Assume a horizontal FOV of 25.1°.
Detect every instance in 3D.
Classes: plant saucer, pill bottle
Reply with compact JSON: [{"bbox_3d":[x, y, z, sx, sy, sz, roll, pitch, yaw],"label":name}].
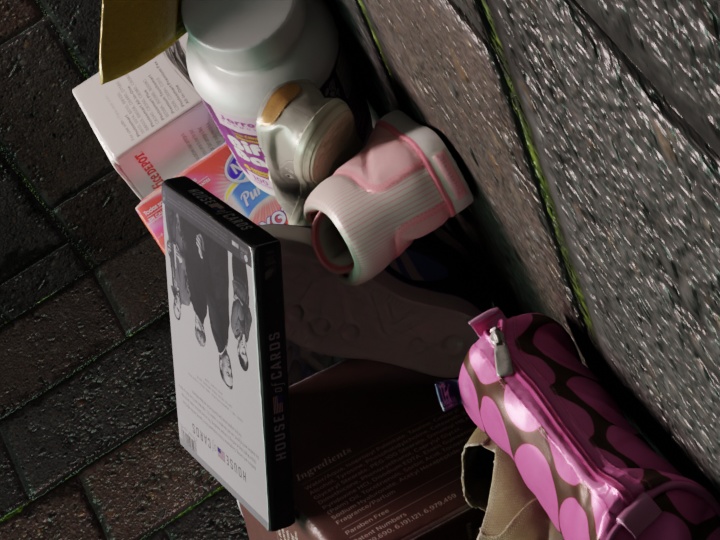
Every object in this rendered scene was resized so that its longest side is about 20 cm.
[{"bbox_3d":[-0.139,-0.240,1.135,0.200,0.048,0.202,-88,4,-76],"label":"plant saucer"},{"bbox_3d":[-0.062,-0.141,1.167,0.113,0.112,0.200,56,177,27],"label":"pill bottle"}]

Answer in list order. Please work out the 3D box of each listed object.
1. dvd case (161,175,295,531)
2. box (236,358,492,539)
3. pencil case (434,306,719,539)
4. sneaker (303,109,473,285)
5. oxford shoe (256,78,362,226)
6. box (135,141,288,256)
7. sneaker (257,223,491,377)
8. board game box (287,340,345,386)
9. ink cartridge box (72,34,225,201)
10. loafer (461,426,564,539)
[{"bbox_3d":[-0.090,0.053,1.083,0.150,0.025,0.202,33,131,55],"label":"dvd case"},{"bbox_3d":[0.025,0.183,1.154,0.200,0.163,0.167,41,149,50],"label":"box"},{"bbox_3d":[0.121,0.101,0.889,0.200,0.090,0.094,50,165,54],"label":"pencil case"},{"bbox_3d":[0.007,-0.048,1.074,0.076,0.104,0.200,56,179,-9],"label":"sneaker"},{"bbox_3d":[-0.039,-0.080,1.117,0.057,0.076,0.200,33,168,9],"label":"oxford shoe"},{"bbox_3d":[-0.083,-0.073,1.369,0.095,0.199,0.103,56,178,-7],"label":"box"},{"bbox_3d":[0.000,0.000,1.160,0.198,0.081,0.147,20,-157,-11],"label":"sneaker"},{"bbox_3d":[-0.025,0.046,1.271,0.200,0.026,0.202,-54,-33,-55],"label":"board game box"},{"bbox_3d":[-0.141,-0.159,1.444,0.085,0.199,0.146,56,177,15],"label":"ink cartridge box"},{"bbox_3d":[0.096,0.111,1.024,0.201,0.067,0.077,-93,3,-51],"label":"loafer"}]
